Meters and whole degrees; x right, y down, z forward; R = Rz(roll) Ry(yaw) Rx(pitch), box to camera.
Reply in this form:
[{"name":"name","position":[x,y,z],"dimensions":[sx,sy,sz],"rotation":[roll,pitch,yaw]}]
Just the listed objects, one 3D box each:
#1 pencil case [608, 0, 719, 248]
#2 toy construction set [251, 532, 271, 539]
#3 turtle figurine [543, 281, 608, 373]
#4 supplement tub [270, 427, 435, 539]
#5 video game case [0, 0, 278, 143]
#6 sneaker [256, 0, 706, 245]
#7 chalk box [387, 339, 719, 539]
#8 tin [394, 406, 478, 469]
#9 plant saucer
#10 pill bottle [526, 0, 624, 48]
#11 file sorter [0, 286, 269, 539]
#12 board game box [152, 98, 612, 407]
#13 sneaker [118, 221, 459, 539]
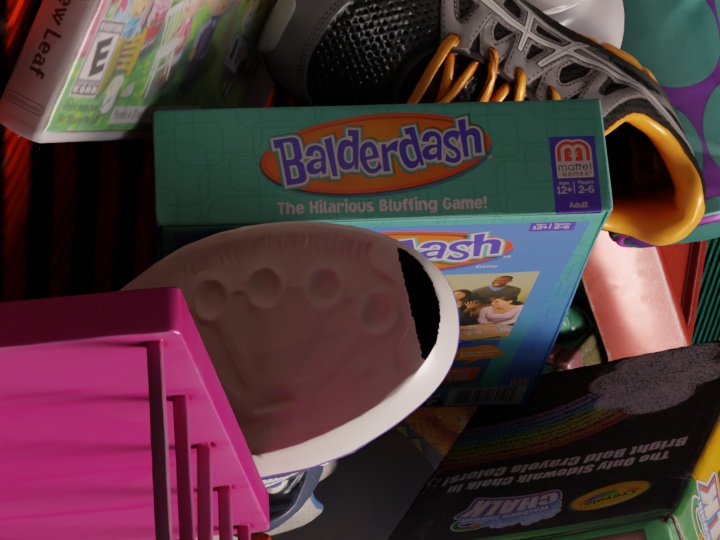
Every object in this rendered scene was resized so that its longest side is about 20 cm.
[{"name":"pencil case","position":[0.126,-0.111,1.167],"dimensions":[0.092,0.201,0.085],"rotation":[-8,172,-39]},{"name":"toy construction set","position":[-0.083,0.147,0.896],"dimensions":[0.131,0.199,0.093],"rotation":[-38,130,-62]},{"name":"turtle figurine","position":[0.069,0.040,1.284],"dimensions":[0.200,0.100,0.150],"rotation":[-46,158,-39]},{"name":"supplement tub","position":[-0.053,0.158,1.093],"dimensions":[0.144,0.144,0.201],"rotation":[-41,158,-57]},{"name":"video game case","position":[-0.039,-0.128,0.886],"dimensions":[0.183,0.022,0.200],"rotation":[-66,166,10]},{"name":"sneaker","position":[0.052,-0.063,0.979],"dimensions":[0.199,0.077,0.078],"rotation":[15,117,-35]},{"name":"chalk box","position":[0.091,0.129,1.005],"dimensions":[0.200,0.124,0.124],"rotation":[-50,123,-58]},{"name":"tin","position":[0.014,0.038,1.121],"dimensions":[0.042,0.111,0.201],"rotation":[-85,167,-45]},{"name":"plant saucer","position":[0.135,-0.067,1.307],"dimensions":[0.200,0.037,0.201],"rotation":[-72,147,-50]},{"name":"pill bottle","position":[0.046,-0.079,1.103],"dimensions":[0.112,0.112,0.201],"rotation":[-51,162,-38]},{"name":"file sorter","position":[-0.103,0.101,0.746],"dimensions":[0.200,0.138,0.126],"rotation":[76,9,-70]},{"name":"board game box","position":[0.000,0.000,0.961],"dimensions":[0.200,0.151,0.045],"rotation":[103,-16,-68]},{"name":"sneaker","position":[-0.028,0.043,0.914],"dimensions":[0.146,0.199,0.081],"rotation":[14,60,-59]}]
